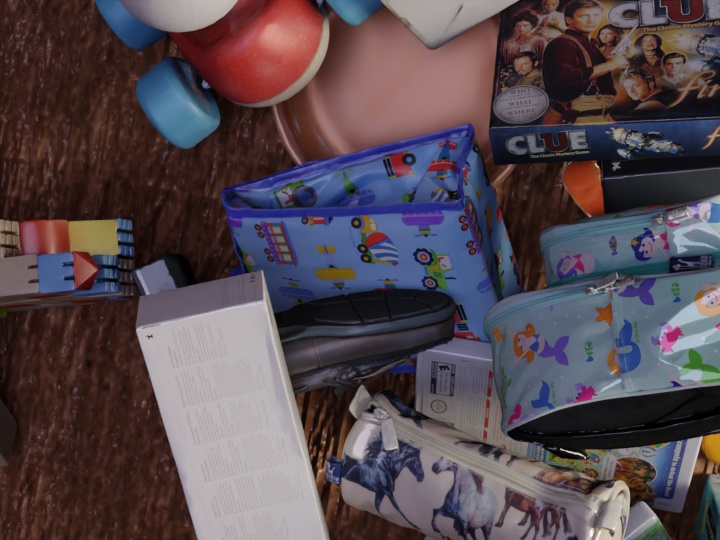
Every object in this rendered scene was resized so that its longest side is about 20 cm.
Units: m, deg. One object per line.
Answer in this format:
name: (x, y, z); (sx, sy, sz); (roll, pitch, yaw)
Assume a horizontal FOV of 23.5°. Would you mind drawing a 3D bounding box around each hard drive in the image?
hard drive: (-0.101, 0.083, 1.224); (0.033, 0.140, 0.201); (-25, 91, -2)

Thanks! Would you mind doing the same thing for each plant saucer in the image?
plant saucer: (0.034, -0.137, 1.236); (0.198, 0.037, 0.202); (1, 96, 8)

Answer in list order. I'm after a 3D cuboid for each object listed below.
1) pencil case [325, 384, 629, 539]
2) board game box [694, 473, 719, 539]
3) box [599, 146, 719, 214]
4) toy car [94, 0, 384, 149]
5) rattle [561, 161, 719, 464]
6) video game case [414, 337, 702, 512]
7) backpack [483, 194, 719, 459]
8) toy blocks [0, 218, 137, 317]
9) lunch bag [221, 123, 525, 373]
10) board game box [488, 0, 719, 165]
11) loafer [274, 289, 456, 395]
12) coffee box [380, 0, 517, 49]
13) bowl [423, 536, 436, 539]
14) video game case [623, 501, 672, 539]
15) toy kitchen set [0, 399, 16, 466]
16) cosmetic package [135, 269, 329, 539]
pencil case: (0.078, 0.141, 1.096); (0.199, 0.090, 0.078); (19, 64, 28)
board game box: (0.305, 0.191, 1.146); (0.150, 0.200, 0.047); (11, 97, 7)
box: (0.258, -0.090, 1.151); (0.198, 0.142, 0.079); (-4, 133, 9)
toy car: (-0.115, -0.212, 1.148); (0.184, 0.200, 0.178); (-33, 63, 14)
rattle: (0.219, 0.021, 1.229); (0.199, 0.143, 0.130); (35, 72, 22)
video game case: (0.136, 0.108, 1.209); (0.198, 0.018, 0.144); (9, 140, 7)
backpack: (0.175, 0.040, 1.060); (0.199, 0.177, 0.152); (-19, 76, 18)
toy blocks: (-0.218, -0.003, 1.193); (0.136, 0.200, 0.101); (-6, 86, 15)
lunch bag: (0.000, 0.000, 1.208); (0.198, 0.094, 0.151); (-9, 127, 17)
board game box: (0.187, -0.130, 1.129); (0.198, 0.136, 0.035); (-2, 136, 11)
loafer: (-0.033, 0.057, 1.138); (0.198, 0.072, 0.063); (-8, 108, -2)
coffee box: (0.022, -0.263, 1.156); (0.079, 0.114, 0.201); (-29, 69, 13)
bowl: (0.097, 0.228, 1.215); (0.200, 0.200, 0.108); (-51, 45, 9)
video game case: (0.149, 0.267, 1.187); (0.200, 0.182, 0.022); (-39, 46, -2)
toy kitchen set: (-0.351, 0.018, 1.291); (0.162, 0.181, 0.201); (-3, 55, 12)
cosmetic package: (-0.078, 0.104, 1.094); (0.082, 0.051, 0.201); (-12, 116, -1)
